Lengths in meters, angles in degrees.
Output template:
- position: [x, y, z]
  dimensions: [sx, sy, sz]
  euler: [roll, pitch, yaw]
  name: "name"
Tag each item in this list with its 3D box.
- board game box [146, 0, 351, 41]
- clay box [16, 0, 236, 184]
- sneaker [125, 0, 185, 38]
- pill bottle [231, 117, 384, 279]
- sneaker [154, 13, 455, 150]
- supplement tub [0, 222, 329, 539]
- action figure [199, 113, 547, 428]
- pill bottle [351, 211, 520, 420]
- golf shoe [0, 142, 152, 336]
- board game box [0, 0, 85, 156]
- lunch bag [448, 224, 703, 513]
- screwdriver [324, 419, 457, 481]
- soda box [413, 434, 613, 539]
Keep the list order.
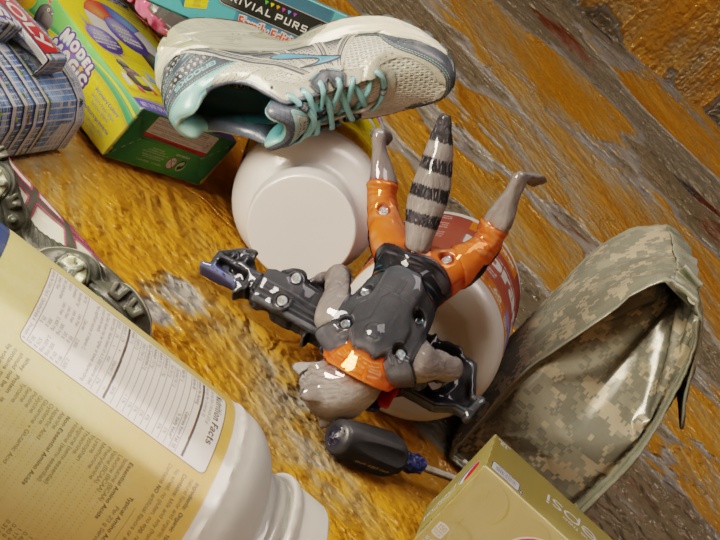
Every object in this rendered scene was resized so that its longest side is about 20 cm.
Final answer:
- position: [-0.076, -0.183, 1.498]
  dimensions: [0.199, 0.047, 0.151]
  euler: [21, 6, -23]
  name: "board game box"
- position: [-0.181, -0.150, 1.470]
  dimensions: [0.200, 0.048, 0.115]
  euler: [52, 18, 26]
  name: "clay box"
- position: [-0.173, -0.237, 1.702]
  dimensions: [0.200, 0.079, 0.095]
  euler: [48, -5, 16]
  name: "sneaker"
- position: [-0.035, -0.060, 1.486]
  dimensions: [0.104, 0.104, 0.200]
  euler: [39, 16, -10]
  name: "pill bottle"
- position: [-0.035, -0.112, 1.402]
  dimensions: [0.198, 0.078, 0.087]
  euler: [-2, 42, -3]
  name: "sneaker"
- position: [-0.125, 0.083, 0.830]
  dimensions: [0.200, 0.144, 0.145]
  euler: [39, 16, -14]
  name: "supplement tub"
- position: [0.000, 0.000, 1.311]
  dimensions: [0.199, 0.195, 0.105]
  euler: [20, -17, 6]
  name: "action figure"
- position: [0.051, 0.022, 1.464]
  dimensions: [0.112, 0.112, 0.200]
  euler: [42, 16, -2]
  name: "pill bottle"
- position: [-0.187, -0.014, 1.099]
  dimensions: [0.200, 0.077, 0.088]
  euler: [48, -2, 5]
  name: "golf shoe"
- position: [-0.251, -0.160, 1.305]
  dimensions: [0.200, 0.062, 0.200]
  euler: [44, 17, 6]
  name: "board game box"
- position: [0.166, 0.065, 1.471]
  dimensions: [0.117, 0.200, 0.164]
  euler: [41, 15, -4]
  name: "lunch bag"
- position: [0.049, 0.123, 1.341]
  dimensions: [0.199, 0.029, 0.028]
  euler: [18, 28, -45]
  name: "screwdriver"
- position: [0.129, 0.196, 1.287]
  dimensions: [0.200, 0.068, 0.064]
  euler: [42, 16, -1]
  name: "soda box"
